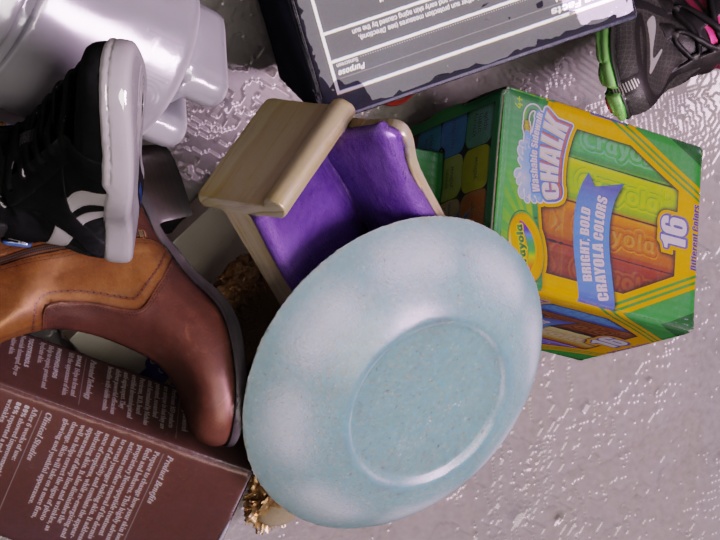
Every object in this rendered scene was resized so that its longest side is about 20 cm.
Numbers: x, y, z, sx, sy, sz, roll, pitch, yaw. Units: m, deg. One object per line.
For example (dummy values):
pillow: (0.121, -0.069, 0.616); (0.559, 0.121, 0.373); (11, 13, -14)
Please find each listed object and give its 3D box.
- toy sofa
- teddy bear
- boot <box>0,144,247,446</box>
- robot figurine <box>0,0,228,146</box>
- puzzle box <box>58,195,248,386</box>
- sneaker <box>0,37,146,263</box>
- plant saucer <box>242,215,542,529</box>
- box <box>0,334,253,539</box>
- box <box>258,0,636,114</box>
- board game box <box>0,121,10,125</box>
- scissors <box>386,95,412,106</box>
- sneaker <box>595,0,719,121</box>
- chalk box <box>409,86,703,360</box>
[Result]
toy sofa: (0.000, 0.000, 1.487); (0.083, 0.097, 0.200); (-55, 136, -29)
teddy bear: (-0.050, 0.070, 1.593); (0.145, 0.067, 0.200); (-36, 126, 0)
boot: (-0.175, 0.031, 1.448); (0.200, 0.068, 0.189); (-16, 84, -24)
robot figurine: (-0.167, -0.138, 1.406); (0.200, 0.113, 0.170); (23, 130, -31)
puzzle box: (-0.073, 0.014, 1.605); (0.200, 0.025, 0.133); (-43, 121, -7)
sneaker: (-0.170, -0.059, 1.352); (0.112, 0.200, 0.073); (6, 65, -3)
plant saucer: (0.029, 0.067, 1.477); (0.201, 0.039, 0.201); (-16, 123, -27)
box: (-0.170, 0.106, 1.515); (0.200, 0.075, 0.100); (22, 116, -10)
box: (0.030, -0.217, 1.501); (0.200, 0.123, 0.199); (-19, 110, -9)
board game box: (-0.234, -0.094, 1.478); (0.199, 0.041, 0.201); (10, 102, -29)
scissors: (-0.001, -0.194, 1.577); (0.073, 0.014, 0.201); (-10, 110, -17)
sneaker: (0.209, -0.155, 1.614); (0.200, 0.084, 0.077); (-41, 122, -43)
chalk box: (0.093, -0.030, 1.593); (0.200, 0.124, 0.125); (14, 72, -30)
